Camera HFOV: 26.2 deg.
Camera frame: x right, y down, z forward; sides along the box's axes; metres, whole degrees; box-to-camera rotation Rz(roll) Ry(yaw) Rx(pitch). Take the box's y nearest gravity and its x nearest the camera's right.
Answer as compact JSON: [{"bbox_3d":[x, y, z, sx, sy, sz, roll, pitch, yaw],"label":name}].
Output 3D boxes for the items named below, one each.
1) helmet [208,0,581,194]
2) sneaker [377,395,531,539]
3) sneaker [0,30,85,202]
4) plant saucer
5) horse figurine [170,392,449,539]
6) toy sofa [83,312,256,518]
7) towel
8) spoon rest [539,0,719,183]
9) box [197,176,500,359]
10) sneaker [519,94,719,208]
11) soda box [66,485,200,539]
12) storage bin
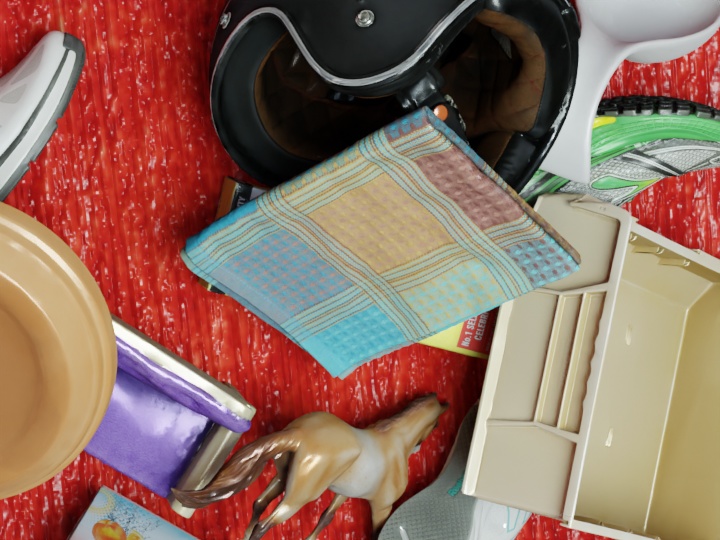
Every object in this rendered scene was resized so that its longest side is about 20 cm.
[{"bbox_3d":[0.012,-0.127,0.921,0.199,0.190,0.202,-24,128,-35],"label":"helmet"},{"bbox_3d":[0.086,0.148,1.039,0.200,0.070,0.081,-45,144,-20],"label":"sneaker"},{"bbox_3d":[-0.256,-0.080,0.912,0.115,0.076,0.201,37,88,-17],"label":"sneaker"},{"bbox_3d":[-0.239,0.052,0.879,0.198,0.038,0.202,0,116,-1],"label":"plant saucer"},{"bbox_3d":[-0.023,0.133,0.970,0.199,0.050,0.133,16,107,-50],"label":"horse figurine"},{"bbox_3d":[-0.166,0.065,0.941,0.199,0.098,0.083,34,88,-16],"label":"toy sofa"},{"bbox_3d":[0.008,-0.008,0.896,0.146,0.199,0.022,39,44,-29],"label":"towel"},{"bbox_3d":[0.168,-0.143,0.987,0.099,0.061,0.201,20,53,19],"label":"spoon rest"},{"bbox_3d":[0.000,0.000,1.002,0.198,0.050,0.076,15,94,-16],"label":"box"},{"bbox_3d":[0.164,-0.069,1.035,0.198,0.078,0.086,-9,105,-5],"label":"sneaker"},{"bbox_3d":[-0.097,0.220,0.959,0.199,0.064,0.069,31,123,-2],"label":"soda box"},{"bbox_3d":[0.180,0.073,0.986,0.199,0.093,0.201,20,79,-41],"label":"storage bin"}]
